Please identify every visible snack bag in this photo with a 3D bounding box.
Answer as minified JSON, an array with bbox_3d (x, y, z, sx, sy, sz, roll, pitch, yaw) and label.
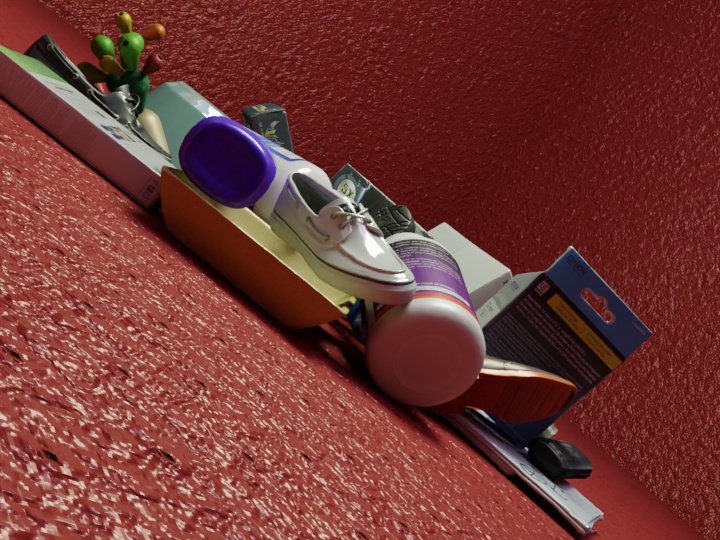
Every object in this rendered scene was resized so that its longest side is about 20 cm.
[{"bbox_3d":[0.187,0.222,0.983,0.200,0.021,0.189,40,4,22],"label":"snack bag"}]

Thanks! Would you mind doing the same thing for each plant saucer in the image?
[{"bbox_3d":[-0.098,-0.012,0.821,0.200,0.048,0.200,38,3,1],"label":"plant saucer"}]

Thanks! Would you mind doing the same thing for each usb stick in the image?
[{"bbox_3d":[0.241,0.226,1.044,0.055,0.033,0.200,47,7,24],"label":"usb stick"}]

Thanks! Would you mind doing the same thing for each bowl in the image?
[{"bbox_3d":[-0.236,-0.187,1.215,0.201,0.105,0.201,38,4,-3],"label":"bowl"}]

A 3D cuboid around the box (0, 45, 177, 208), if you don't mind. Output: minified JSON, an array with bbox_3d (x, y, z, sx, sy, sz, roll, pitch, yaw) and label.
[{"bbox_3d":[-0.262,-0.136,0.841,0.200,0.036,0.144,40,3,-6],"label":"box"}]

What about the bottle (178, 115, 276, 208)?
[{"bbox_3d":[-0.120,-0.103,0.822,0.083,0.065,0.200,39,3,-9],"label":"bottle"}]

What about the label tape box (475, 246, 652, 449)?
[{"bbox_3d":[0.206,0.084,1.002,0.143,0.200,0.066,44,8,-10],"label":"label tape box"}]

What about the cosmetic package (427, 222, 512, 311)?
[{"bbox_3d":[0.161,0.064,1.398,0.200,0.123,0.200,41,-22,54],"label":"cosmetic package"}]

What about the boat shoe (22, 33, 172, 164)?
[{"bbox_3d":[-0.281,-0.182,0.963,0.200,0.066,0.070,38,3,-13],"label":"boat shoe"}]

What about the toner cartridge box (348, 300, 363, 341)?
[{"bbox_3d":[0.035,0.076,1.123,0.095,0.043,0.200,39,3,-11],"label":"toner cartridge box"}]

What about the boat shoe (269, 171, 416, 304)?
[{"bbox_3d":[-0.022,-0.036,0.817,0.073,0.067,0.200,-10,31,-42],"label":"boat shoe"}]

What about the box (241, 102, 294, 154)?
[{"bbox_3d":[-0.115,-0.126,1.209,0.158,0.051,0.201,-131,-152,-72],"label":"box"}]

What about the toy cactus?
[{"bbox_3d":[-0.271,-0.205,1.047,0.200,0.102,0.165,-27,-92,53],"label":"toy cactus"}]

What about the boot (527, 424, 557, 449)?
[{"bbox_3d":[0.161,0.156,1.162,0.200,0.073,0.182,44,-12,4],"label":"boot"}]

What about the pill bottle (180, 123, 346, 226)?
[{"bbox_3d":[-0.103,-0.084,0.992,0.200,0.112,0.112,32,-1,32],"label":"pill bottle"}]

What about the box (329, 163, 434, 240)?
[{"bbox_3d":[0.005,-0.033,1.259,0.164,0.086,0.200,41,-19,11],"label":"box"}]

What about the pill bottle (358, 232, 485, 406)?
[{"bbox_3d":[0.055,0.038,0.879,0.112,0.112,0.200,37,20,-20],"label":"pill bottle"}]

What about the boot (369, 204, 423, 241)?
[{"bbox_3d":[0.000,0.000,1.041,0.200,0.070,0.132,-8,-39,29],"label":"boot"}]

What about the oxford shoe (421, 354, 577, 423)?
[{"bbox_3d":[0.143,0.113,0.942,0.199,0.071,0.073,12,33,-24],"label":"oxford shoe"}]
